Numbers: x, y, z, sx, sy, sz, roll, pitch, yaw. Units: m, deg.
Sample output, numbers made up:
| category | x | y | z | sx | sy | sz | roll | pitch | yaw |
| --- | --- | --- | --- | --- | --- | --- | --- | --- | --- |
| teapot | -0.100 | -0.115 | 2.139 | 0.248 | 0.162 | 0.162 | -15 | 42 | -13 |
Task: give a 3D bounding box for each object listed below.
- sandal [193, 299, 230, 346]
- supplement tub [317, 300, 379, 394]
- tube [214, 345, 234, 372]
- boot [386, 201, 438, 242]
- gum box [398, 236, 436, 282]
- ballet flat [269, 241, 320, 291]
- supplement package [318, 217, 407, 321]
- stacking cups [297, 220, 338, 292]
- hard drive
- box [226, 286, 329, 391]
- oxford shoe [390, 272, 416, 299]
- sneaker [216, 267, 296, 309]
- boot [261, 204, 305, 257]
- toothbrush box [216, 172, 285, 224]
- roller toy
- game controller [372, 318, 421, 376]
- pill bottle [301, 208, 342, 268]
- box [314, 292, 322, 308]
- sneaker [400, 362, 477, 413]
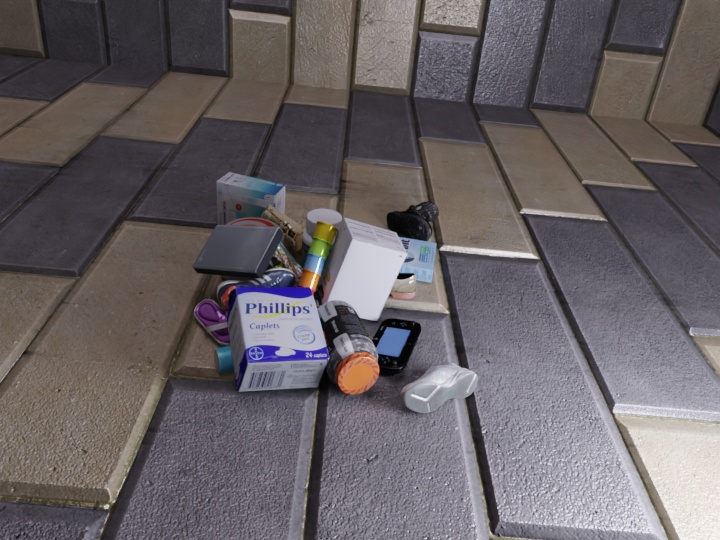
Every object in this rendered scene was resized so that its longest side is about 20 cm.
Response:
| category | x | y | z | sx | sy | sz | roll | pitch | yaw |
| --- | --- | --- | --- | --- | --- | --- | --- | --- | --- |
| sandal | -0.328 | 0.117 | 1.464 | 0.199 | 0.050 | 0.083 | 19 | 66 | 37 |
| supplement tub | -0.035 | 0.168 | 1.392 | 0.119 | 0.126 | 0.201 | -5 | 32 | -19 |
| tube | -0.226 | 0.183 | 1.409 | 0.195 | 0.051 | 0.079 | -9 | 67 | -27 |
| boot | 0.197 | -0.159 | 1.997 | 0.154 | 0.082 | 0.210 | -14 | 28 | -30 |
| gum box | 0.119 | -0.040 | 1.840 | 0.193 | 0.046 | 0.171 | 10 | 30 | 5 |
| ballet flat | -0.184 | -0.008 | 1.588 | 0.064 | 0.076 | 0.201 | -41 | 84 | -5 |
| supplement package | 0.000 | 0.000 | 1.563 | 0.152 | 0.204 | 0.112 | 13 | 26 | -23 |
| stacking cups | -0.111 | -0.013 | 1.535 | 0.059 | 0.206 | 0.061 | 18 | -5 | 2 |
| hard drive | -0.300 | -0.049 | 1.543 | 0.195 | 0.033 | 0.142 | 3 | 53 | 28 |
| box | -0.182 | 0.143 | 1.358 | 0.179 | 0.106 | 0.203 | 1 | 46 | -24 |
| oxford shoe | 0.055 | 0.022 | 1.696 | 0.193 | 0.076 | 0.071 | 6 | 30 | -1 |
| sneaker | -0.238 | 0.053 | 1.497 | 0.195 | 0.077 | 0.084 | -17 | 28 | -19 |
| boot | -0.209 | -0.114 | 1.778 | 0.154 | 0.074 | 0.200 | 35 | 5 | -20 |
| toothbrush box | -0.332 | -0.197 | 1.915 | 0.194 | 0.150 | 0.086 | 15 | 31 | 13 |
| roller toy | -0.293 | -0.054 | 1.692 | 0.194 | 0.144 | 0.183 | -8 | 33 | -21 |
| game controller | 0.076 | 0.174 | 1.483 | 0.101 | 0.043 | 0.201 | 15 | 31 | 13 |
| pill bottle | -0.101 | -0.049 | 1.660 | 0.109 | 0.205 | 0.114 | 4 | 29 | -2 |
| box | -0.191 | 0.094 | 1.558 | 0.194 | 0.050 | 0.163 | -4 | 35 | -16 |
| sneaker | 0.158 | 0.249 | 1.361 | 0.195 | 0.073 | 0.080 | -8 | 23 | -33 |
